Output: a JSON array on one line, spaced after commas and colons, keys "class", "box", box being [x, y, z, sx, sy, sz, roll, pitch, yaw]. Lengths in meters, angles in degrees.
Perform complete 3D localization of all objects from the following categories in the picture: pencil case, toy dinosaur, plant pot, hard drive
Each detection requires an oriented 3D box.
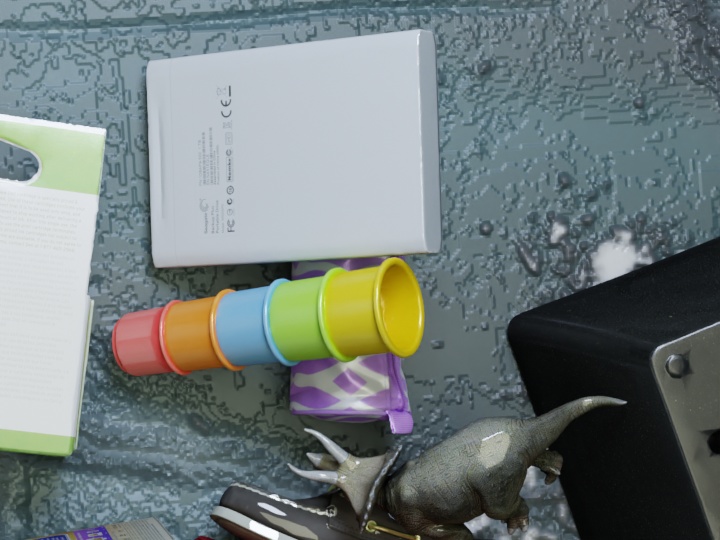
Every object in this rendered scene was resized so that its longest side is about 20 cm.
[{"class": "pencil case", "box": [0.000, 0.000, 1.386, 0.085, 0.084, 0.202, 2, 89, 30]}, {"class": "toy dinosaur", "box": [0.067, 0.126, 1.324, 0.199, 0.102, 0.078, -17, 62, 20]}, {"class": "plant pot", "box": [0.236, 0.090, 1.384, 0.199, 0.177, 0.201, -20, 92, -12]}, {"class": "hard drive", "box": [-0.043, -0.072, 1.348, 0.199, 0.027, 0.133, -3, 88, 31]}]

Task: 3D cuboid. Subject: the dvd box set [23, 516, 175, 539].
[{"class": "dvd box set", "box": [-0.210, 0.186, 1.308, 0.198, 0.146, 0.030, -9, 92, -12]}]

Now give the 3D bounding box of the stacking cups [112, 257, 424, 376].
[{"class": "stacking cups", "box": [-0.059, 0.036, 1.341, 0.199, 0.060, 0.061, -10, 90, 30]}]

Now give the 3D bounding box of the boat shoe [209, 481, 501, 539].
[{"class": "boat shoe", "box": [0.002, 0.169, 1.391, 0.200, 0.072, 0.061, 23, 79, -16]}]

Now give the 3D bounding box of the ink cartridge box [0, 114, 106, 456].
[{"class": "ink cartridge box", "box": [-0.238, 0.007, 1.346, 0.146, 0.076, 0.202, 7, 85, -10]}]

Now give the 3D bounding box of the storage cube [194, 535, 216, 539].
[{"class": "storage cube", "box": [-0.041, 0.273, 1.321, 0.170, 0.180, 0.201, 21, 83, -10]}]
